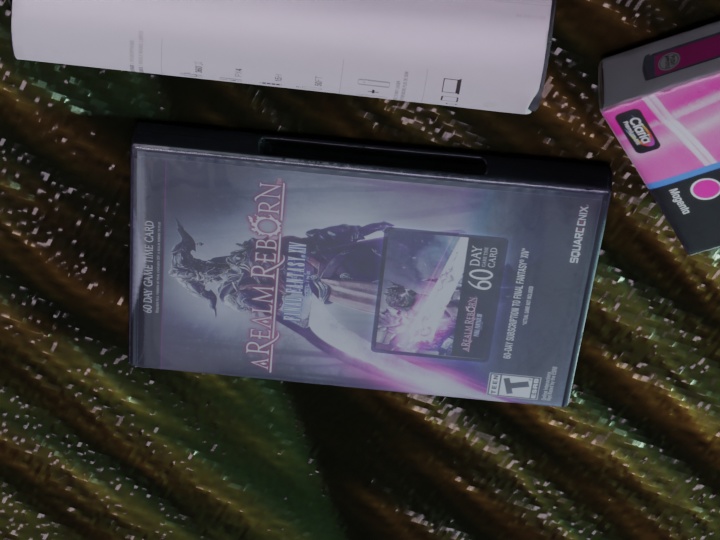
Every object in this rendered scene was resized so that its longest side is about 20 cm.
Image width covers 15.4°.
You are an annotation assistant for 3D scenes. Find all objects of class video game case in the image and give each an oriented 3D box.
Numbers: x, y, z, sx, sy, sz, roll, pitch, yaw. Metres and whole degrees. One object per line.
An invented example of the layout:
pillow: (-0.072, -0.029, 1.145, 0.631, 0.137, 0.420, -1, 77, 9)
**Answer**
video game case: (0.000, 0.000, 1.155, 0.200, 0.019, 0.143, 5, 138, -1)

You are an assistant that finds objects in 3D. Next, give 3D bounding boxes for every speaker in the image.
speaker: (-0.029, -0.107, 0.994, 0.200, 0.081, 0.081, 6, 138, -1)

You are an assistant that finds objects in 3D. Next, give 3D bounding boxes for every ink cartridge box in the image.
ink cartridge box: (0.202, -0.072, 1.048, 0.200, 0.037, 0.095, -19, 133, 21)
